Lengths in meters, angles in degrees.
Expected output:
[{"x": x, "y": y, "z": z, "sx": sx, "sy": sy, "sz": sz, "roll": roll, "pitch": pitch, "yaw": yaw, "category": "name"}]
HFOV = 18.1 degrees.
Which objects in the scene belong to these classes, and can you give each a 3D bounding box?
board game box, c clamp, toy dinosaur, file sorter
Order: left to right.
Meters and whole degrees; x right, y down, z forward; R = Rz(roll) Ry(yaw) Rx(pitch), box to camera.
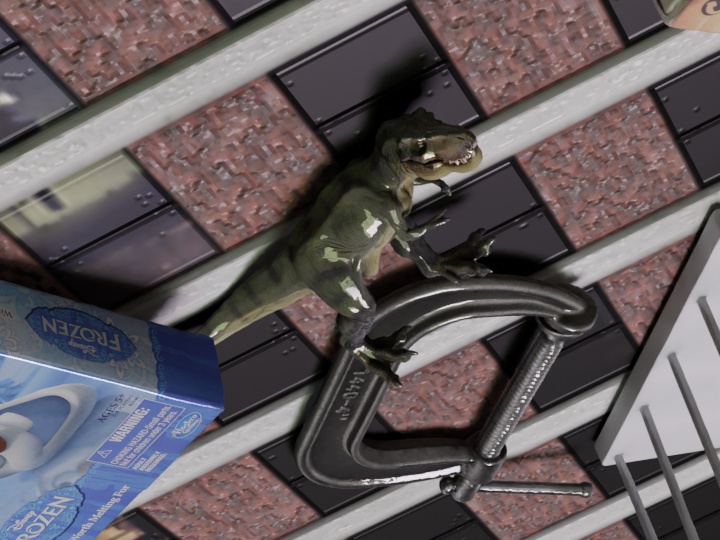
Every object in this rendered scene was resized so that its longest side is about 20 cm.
[{"x": -0.193, "y": 0.077, "z": 0.940, "sx": 0.198, "sy": 0.044, "sz": 0.200, "roll": 17, "pitch": 133, "yaw": -34, "category": "board game box"}, {"x": 0.000, "y": 0.000, "z": 0.946, "sx": 0.088, "sy": 0.048, "sz": 0.200, "roll": 27, "pitch": 129, "yaw": -27, "category": "toy dinosaur"}, {"x": 0.054, "y": 0.058, "z": 1.083, "sx": 0.170, "sy": 0.027, "sz": 0.200, "roll": -4, "pitch": 145, "yaw": -15, "category": "c clamp"}, {"x": 0.222, "y": 0.072, "z": 1.097, "sx": 0.138, "sy": 0.125, "sz": 0.200, "roll": -7, "pitch": 145, "yaw": -19, "category": "file sorter"}]

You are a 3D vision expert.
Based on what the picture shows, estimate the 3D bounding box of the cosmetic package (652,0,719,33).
[{"x": 0.190, "y": -0.139, "z": 0.794, "sx": 0.199, "sy": 0.104, "sz": 0.087, "roll": 4, "pitch": 142, "yaw": -29, "category": "cosmetic package"}]
